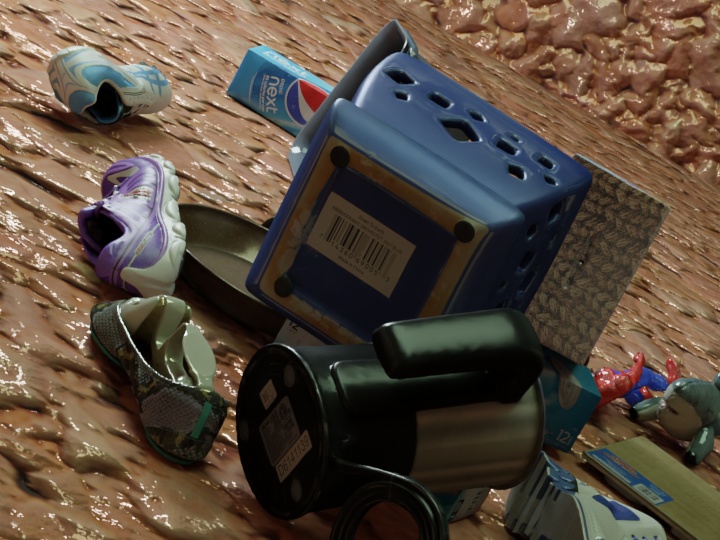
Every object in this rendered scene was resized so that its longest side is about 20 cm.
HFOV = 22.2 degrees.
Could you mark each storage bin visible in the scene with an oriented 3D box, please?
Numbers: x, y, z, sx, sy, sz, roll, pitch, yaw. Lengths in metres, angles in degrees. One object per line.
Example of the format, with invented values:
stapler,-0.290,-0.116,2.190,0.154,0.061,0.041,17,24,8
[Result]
storage bin,0.032,-0.157,2.063,0.134,0.200,0.146,36,13,-20

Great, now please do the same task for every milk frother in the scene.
milk frother,0.043,0.136,1.235,0.187,0.180,0.202,-3,76,-33

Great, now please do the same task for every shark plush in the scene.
shark plush,0.371,0.133,1.877,0.199,0.084,0.091,-3,36,-36

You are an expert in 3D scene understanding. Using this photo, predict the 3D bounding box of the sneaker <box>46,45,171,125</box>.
sneaker,-0.248,-0.174,1.847,0.200,0.071,0.073,7,61,-68

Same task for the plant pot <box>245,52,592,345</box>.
plant pot,0.036,-0.028,1.422,0.199,0.201,0.180,33,23,12

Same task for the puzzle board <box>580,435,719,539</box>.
puzzle board,0.306,0.222,1.682,0.199,0.017,0.150,37,18,25

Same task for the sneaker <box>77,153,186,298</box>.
sneaker,-0.194,-0.046,1.509,0.083,0.081,0.200,17,20,-20

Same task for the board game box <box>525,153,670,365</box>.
board game box,0.202,-0.014,1.683,0.096,0.160,0.200,29,7,5

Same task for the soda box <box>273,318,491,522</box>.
soda box,0.017,0.110,1.428,0.199,0.064,0.068,36,17,23

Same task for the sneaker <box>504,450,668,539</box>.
sneaker,0.183,0.210,1.383,0.114,0.081,0.200,24,15,-12

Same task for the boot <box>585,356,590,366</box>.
boot,0.148,0.053,1.818,0.144,0.071,0.201,37,13,26

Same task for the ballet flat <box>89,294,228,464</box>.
ballet flat,-0.138,0.058,1.302,0.072,0.072,0.200,19,19,-32

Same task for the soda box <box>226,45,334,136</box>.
soda box,-0.057,-0.194,2.223,0.199,0.065,0.068,31,16,7

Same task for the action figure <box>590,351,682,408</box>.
action figure,0.264,0.113,1.857,0.200,0.065,0.052,0,66,-61

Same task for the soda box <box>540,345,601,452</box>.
soda box,0.112,0.084,1.644,0.199,0.065,0.068,26,16,-12

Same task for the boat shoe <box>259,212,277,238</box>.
boat shoe,0.000,0.000,1.715,0.199,0.072,0.068,33,16,7

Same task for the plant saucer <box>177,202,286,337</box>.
plant saucer,-0.088,0.009,1.598,0.199,0.037,0.201,27,16,-8
